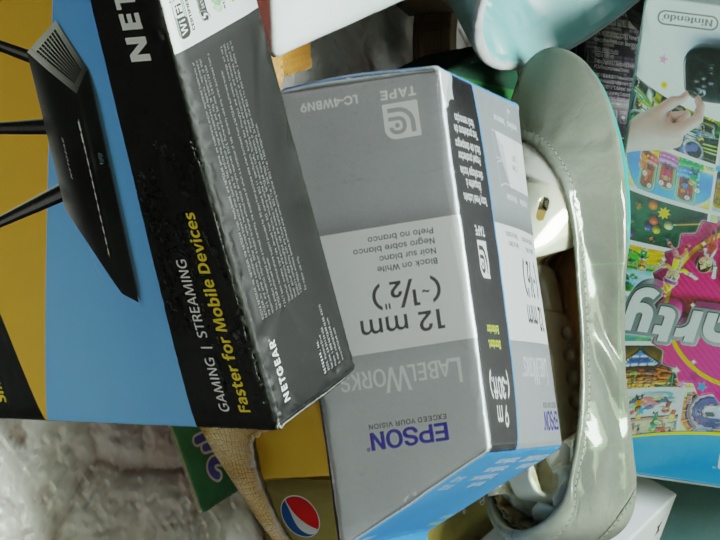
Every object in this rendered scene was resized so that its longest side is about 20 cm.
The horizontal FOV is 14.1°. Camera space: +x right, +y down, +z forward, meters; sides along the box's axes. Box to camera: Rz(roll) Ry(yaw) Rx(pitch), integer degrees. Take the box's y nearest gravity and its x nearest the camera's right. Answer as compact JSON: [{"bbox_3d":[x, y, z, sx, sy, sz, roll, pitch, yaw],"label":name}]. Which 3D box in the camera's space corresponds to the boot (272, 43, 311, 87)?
[{"bbox_3d":[-0.074,-0.132,1.079,0.201,0.071,0.144,-7,95,-58],"label":"boot"}]

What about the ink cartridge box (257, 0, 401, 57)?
[{"bbox_3d":[-0.045,-0.169,1.015,0.174,0.044,0.200,-28,129,-36],"label":"ink cartridge box"}]

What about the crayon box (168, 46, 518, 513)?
[{"bbox_3d":[0.000,0.000,1.158,0.200,0.052,0.126,-29,105,-41],"label":"crayon box"}]

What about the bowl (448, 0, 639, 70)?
[{"bbox_3d":[0.085,-0.187,1.150,0.201,0.105,0.201,-39,162,-16],"label":"bowl"}]

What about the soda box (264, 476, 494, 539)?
[{"bbox_3d":[0.040,0.072,1.235,0.200,0.068,0.064,-38,120,-49],"label":"soda box"}]

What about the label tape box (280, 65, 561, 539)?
[{"bbox_3d":[0.029,0.034,1.051,0.143,0.066,0.200,10,70,-76],"label":"label tape box"}]

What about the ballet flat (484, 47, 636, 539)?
[{"bbox_3d":[0.071,0.011,1.145,0.064,0.067,0.200,-4,89,-40],"label":"ballet flat"}]

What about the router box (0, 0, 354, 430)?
[{"bbox_3d":[-0.095,-0.047,0.975,0.051,0.149,0.200,-35,116,-47],"label":"router box"}]

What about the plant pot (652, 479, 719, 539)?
[{"bbox_3d":[0.177,0.103,1.346,0.200,0.141,0.141,-56,155,-29],"label":"plant pot"}]

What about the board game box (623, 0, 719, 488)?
[{"bbox_3d":[0.176,-0.010,1.202,0.064,0.147,0.200,-66,163,-75],"label":"board game box"}]

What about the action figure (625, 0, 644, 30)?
[{"bbox_3d":[0.198,-0.153,1.287,0.105,0.200,0.193,50,35,-8],"label":"action figure"}]

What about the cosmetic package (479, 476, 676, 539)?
[{"bbox_3d":[0.047,0.180,1.200,0.200,0.052,0.151,-36,147,-49],"label":"cosmetic package"}]

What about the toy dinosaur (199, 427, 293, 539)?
[{"bbox_3d":[-0.057,0.034,1.046,0.058,0.101,0.200,-27,125,-32],"label":"toy dinosaur"}]

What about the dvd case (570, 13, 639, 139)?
[{"bbox_3d":[0.143,-0.160,1.387,0.149,0.016,0.200,2,89,-52],"label":"dvd case"}]

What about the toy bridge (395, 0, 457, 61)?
[{"bbox_3d":[0.018,-0.039,1.243,0.067,0.027,0.200,36,60,-49],"label":"toy bridge"}]
